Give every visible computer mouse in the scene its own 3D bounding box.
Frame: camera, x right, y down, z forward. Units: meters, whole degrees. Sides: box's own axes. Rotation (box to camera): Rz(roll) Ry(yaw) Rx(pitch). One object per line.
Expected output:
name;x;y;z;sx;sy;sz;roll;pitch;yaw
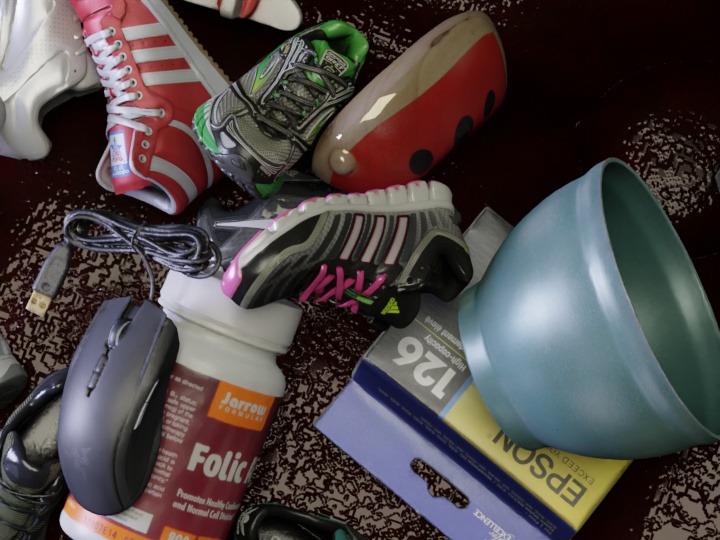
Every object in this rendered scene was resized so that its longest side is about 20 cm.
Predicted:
computer mouse;-0.181;0.052;1.544;0.140;0.046;0.202;18;90;33

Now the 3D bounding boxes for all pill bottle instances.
pill bottle;-0.119;0.102;1.591;0.113;0.114;0.201;22;93;4

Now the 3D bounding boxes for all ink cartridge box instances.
ink cartridge box;0.103;0.091;1.655;0.197;0.047;0.200;38;77;6

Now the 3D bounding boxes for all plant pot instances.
plant pot;0.149;0.042;1.563;0.133;0.200;0.202;-23;78;21

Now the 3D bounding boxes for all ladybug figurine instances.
ladybug figurine;0.041;-0.109;1.640;0.072;0.136;0.200;46;47;2

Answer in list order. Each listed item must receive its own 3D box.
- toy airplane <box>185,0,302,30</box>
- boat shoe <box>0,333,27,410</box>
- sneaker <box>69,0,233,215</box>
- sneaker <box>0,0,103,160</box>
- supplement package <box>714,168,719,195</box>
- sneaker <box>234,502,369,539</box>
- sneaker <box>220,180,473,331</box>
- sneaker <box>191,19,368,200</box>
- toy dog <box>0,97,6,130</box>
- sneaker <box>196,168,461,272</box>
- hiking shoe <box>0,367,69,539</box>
toy airplane;-0.069;-0.275;1.682;0.199;0.141;0.200;-27;80;-7
boat shoe;-0.334;0.101;1.632;0.201;0.075;0.065;-29;73;-11
sneaker;-0.168;-0.130;1.651;0.200;0.071;0.113;48;66;-15
sneaker;-0.226;-0.170;1.698;0.099;0.078;0.201;20;87;-3
supplement package;0.355;-0.008;1.626;0.151;0.151;0.202;-14;78;-3
sneaker;0.000;0.222;1.603;0.199;0.080;0.072;26;78;4
sneaker;0.000;0.000;1.550;0.199;0.074;0.088;-15;65;-40
sneaker;-0.053;-0.121;1.619;0.078;0.200;0.085;43;123;-11
toy dog;-0.343;-0.059;1.625;0.131;0.096;0.201;33;104;17
sneaker;-0.029;-0.037;1.665;0.198;0.066;0.091;-12;78;2
hiking shoe;-0.242;0.150;1.605;0.075;0.101;0.201;25;78;5
